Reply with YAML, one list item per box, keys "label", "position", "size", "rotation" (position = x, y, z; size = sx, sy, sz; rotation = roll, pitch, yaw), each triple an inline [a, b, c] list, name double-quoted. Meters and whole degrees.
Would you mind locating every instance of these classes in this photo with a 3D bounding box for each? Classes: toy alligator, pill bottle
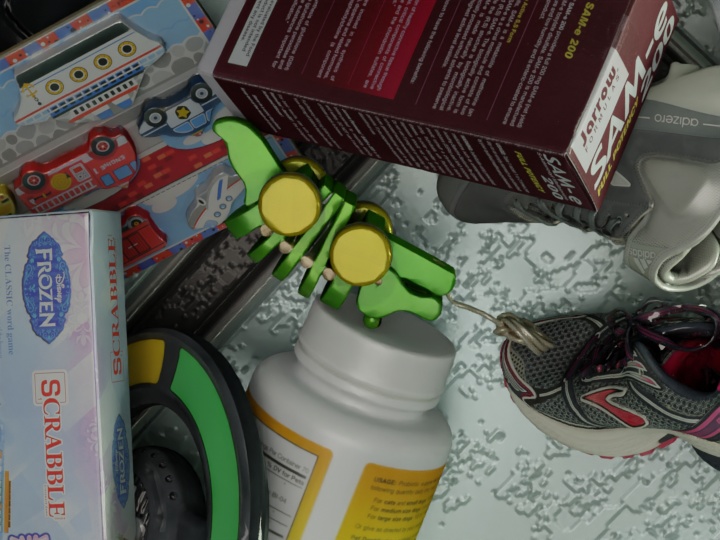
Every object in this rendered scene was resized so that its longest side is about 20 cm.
- label: "toy alligator"
  position: [0.000, 0.000, 1.006]
  size: [0.200, 0.059, 0.054]
  rotation: [35, 103, -6]
- label: "pill bottle"
  position: [-0.022, 0.117, 1.055]
  size: [0.109, 0.109, 0.201]
  rotation: [22, 104, 1]

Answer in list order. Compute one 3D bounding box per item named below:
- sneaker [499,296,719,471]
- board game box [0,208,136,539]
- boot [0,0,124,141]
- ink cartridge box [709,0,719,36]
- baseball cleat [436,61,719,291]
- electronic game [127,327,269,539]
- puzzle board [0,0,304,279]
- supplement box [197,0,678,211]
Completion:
- label: "sneaker"
  position: [0.143, 0.044, 0.994]
  size: [0.075, 0.200, 0.081]
  rotation: [45, 65, -33]
- label: "board game box"
  position: [-0.211, 0.075, 1.016]
  size: [0.198, 0.041, 0.201]
  rotation: [-2, 90, 16]
- label: "boot"
  position: [-0.180, -0.184, 1.025]
  size: [0.168, 0.076, 0.200]
  rotation: [33, 110, -5]
- label: "ink cartridge box"
  position: [0.244, -0.171, 0.918]
  size: [0.199, 0.041, 0.201]
  rotation: [-15, 107, 25]
- label: "baseball cleat"
  position: [0.115, -0.035, 0.983]
  size: [0.200, 0.070, 0.107]
  rotation: [-21, 61, 42]
- label: "electronic game"
  position: [-0.109, 0.129, 1.042]
  size: [0.041, 0.200, 0.201]
  rotation: [10, 107, -37]
- label: "puzzle board"
  position: [-0.143, -0.052, 1.042]
  size: [0.199, 0.017, 0.151]
  rotation: [-27, 130, 11]
- label: "supplement box"
  position: [0.035, -0.106, 0.967]
  size: [0.199, 0.061, 0.109]
  rotation: [15, 72, 29]
